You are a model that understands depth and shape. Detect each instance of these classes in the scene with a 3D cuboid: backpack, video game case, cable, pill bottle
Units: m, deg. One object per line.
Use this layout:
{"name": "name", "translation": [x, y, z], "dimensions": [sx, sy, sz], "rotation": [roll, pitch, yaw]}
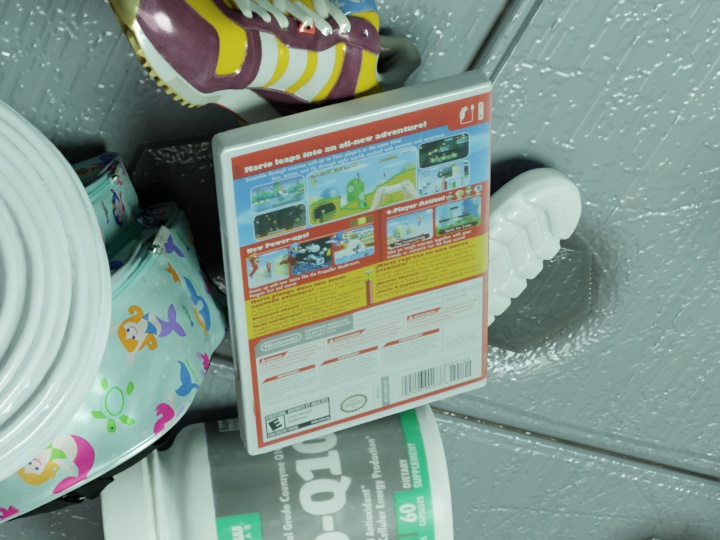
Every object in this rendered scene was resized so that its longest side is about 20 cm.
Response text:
{"name": "backpack", "translation": [-0.162, 0.039, 0.913], "dimensions": [0.177, 0.200, 0.151], "rotation": [-26, 110, 12]}
{"name": "video game case", "translation": [0.000, 0.000, 0.932], "dimensions": [0.143, 0.017, 0.200], "rotation": [-15, 130, -16]}
{"name": "cable", "translation": [-0.206, 0.005, 0.771], "dimensions": [0.200, 0.200, 0.069], "rotation": [-9, 171, -13]}
{"name": "pill bottle", "translation": [-0.051, 0.142, 1.077], "dimensions": [0.199, 0.113, 0.113], "rotation": [-7, 131, -6]}

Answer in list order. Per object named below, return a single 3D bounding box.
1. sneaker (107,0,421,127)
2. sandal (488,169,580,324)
{"name": "sneaker", "translation": [-0.044, -0.118, 0.860], "dimensions": [0.090, 0.075, 0.200], "rotation": [-35, 157, 15]}
{"name": "sandal", "translation": [0.037, 0.012, 1.023], "dimensions": [0.203, 0.050, 0.082], "rotation": [-38, 142, 5]}
